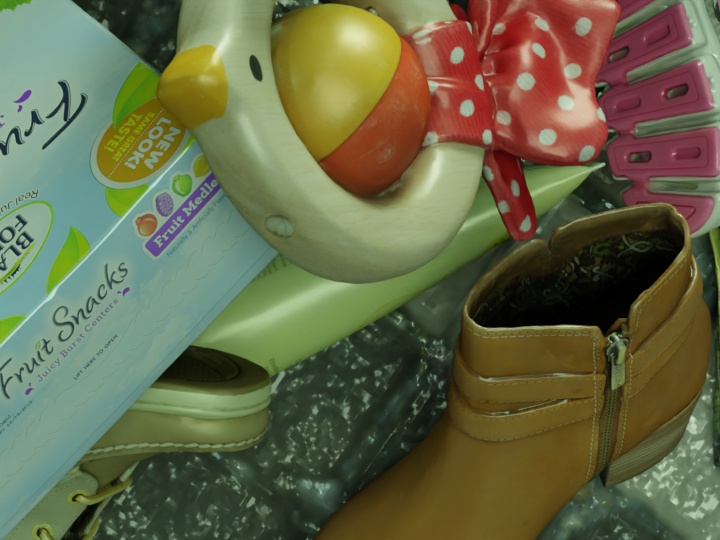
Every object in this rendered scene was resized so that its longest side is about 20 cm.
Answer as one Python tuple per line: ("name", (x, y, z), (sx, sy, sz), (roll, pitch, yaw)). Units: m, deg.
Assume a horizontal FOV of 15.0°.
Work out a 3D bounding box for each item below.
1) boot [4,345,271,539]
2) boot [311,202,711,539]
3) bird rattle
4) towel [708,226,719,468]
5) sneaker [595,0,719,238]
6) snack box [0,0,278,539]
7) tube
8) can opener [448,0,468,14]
("boot", (-0.114, 0.108, 1.006), (0.199, 0.072, 0.156), (-5, 92, 29))
("boot", (0.048, 0.063, 1.011), (0.199, 0.155, 0.077), (-28, 64, -10))
("bird rattle", (-0.003, -0.067, 0.915), (0.200, 0.112, 0.164), (54, 44, -33))
("towel", (0.234, 0.012, 1.110), (0.199, 0.023, 0.145), (-2, 91, -7))
("sneaker", (0.131, -0.105, 1.068), (0.087, 0.074, 0.201), (8, 66, -45))
("snack box", (-0.139, -0.015, 0.972), (0.169, 0.200, 0.068), (-46, 133, -5))
("tube", (0.000, 0.000, 1.056), (0.199, 0.058, 0.052), (-25, 136, -3))
("can opener", (0.033, -0.117, 1.014), (0.052, 0.200, 0.067), (3, 56, 21))
